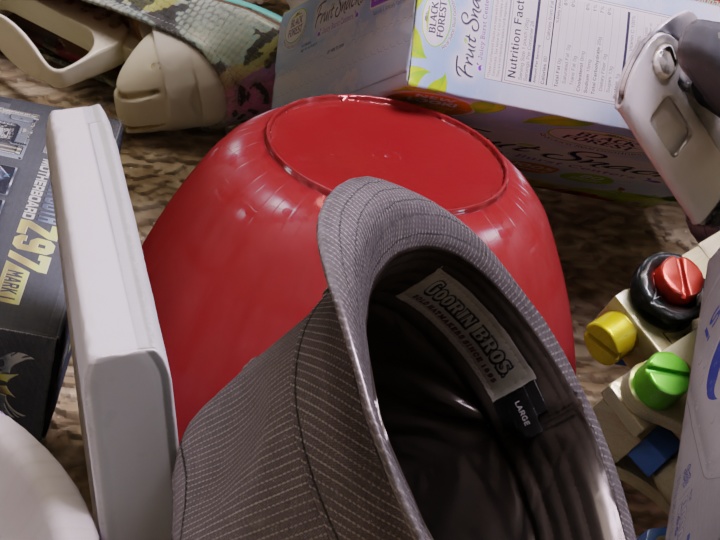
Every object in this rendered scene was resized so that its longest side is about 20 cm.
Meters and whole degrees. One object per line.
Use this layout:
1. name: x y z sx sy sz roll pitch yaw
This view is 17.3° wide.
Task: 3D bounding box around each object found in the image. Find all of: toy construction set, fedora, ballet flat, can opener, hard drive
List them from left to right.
1. hard drive: -0.079 0.043 0.766 0.026 0.133 0.200 -8 25 -8
2. ballet flat: -0.115 -0.105 1.123 0.199 0.069 0.071 22 47 20
3. fedora: 0.006 0.069 0.652 0.090 0.178 0.200 -25 8 19
4. toy construction set: 0.154 0.049 0.894 0.200 0.092 0.131 -23 71 -48
5. can opener: 0.169 -0.022 0.952 0.067 0.200 0.053 13 59 51

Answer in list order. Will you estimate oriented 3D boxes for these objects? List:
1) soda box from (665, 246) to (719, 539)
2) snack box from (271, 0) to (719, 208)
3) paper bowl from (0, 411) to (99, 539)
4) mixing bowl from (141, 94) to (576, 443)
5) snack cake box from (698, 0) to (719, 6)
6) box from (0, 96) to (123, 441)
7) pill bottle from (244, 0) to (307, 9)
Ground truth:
1. soda box: 0.148 0.044 0.770 0.068 0.064 0.200 31 35 -6
2. snack box: 0.081 -0.081 1.039 0.199 0.068 0.168 8 -7 -22
3. paper bowl: -0.175 0.111 0.656 0.199 0.105 0.201 10 28 -5
4. mixing bowl: 0.000 0.000 0.925 0.199 0.109 0.200 9 28 -5
5. snack cake box: 0.237 -0.104 1.159 0.115 0.067 0.200 28 3 25
6. box: -0.183 -0.015 0.937 0.157 0.051 0.200 10 28 -4
7. pill bottle: 0.025 -0.167 1.232 0.199 0.112 0.112 9 28 -5
